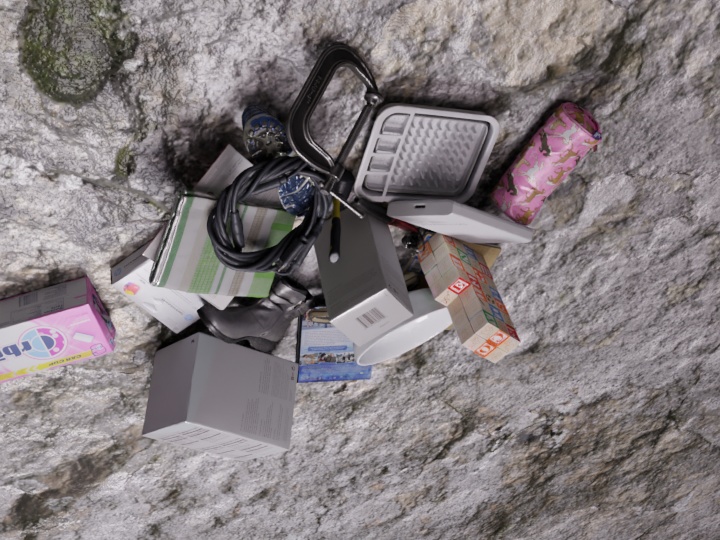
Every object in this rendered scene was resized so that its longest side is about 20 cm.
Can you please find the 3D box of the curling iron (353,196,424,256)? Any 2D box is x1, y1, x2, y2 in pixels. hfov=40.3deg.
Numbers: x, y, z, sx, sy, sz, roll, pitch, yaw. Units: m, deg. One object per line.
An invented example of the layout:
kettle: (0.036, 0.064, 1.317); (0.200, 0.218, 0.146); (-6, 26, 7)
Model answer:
curling iron: (0.049, -0.074, 1.532); (0.025, 0.050, 0.200); (-25, 148, 22)

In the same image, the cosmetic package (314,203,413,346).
cosmetic package: (0.000, 0.000, 1.499); (0.107, 0.201, 0.085); (-30, 133, 18)

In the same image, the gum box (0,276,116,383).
gum box: (-0.489, 0.092, 1.524); (0.199, 0.066, 0.114); (-16, 135, -3)

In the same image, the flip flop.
flip flop: (0.003, 0.038, 1.626); (0.199, 0.058, 0.081); (-23, 170, -9)

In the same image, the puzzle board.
puzzle board: (0.134, 0.019, 1.695); (0.150, 0.017, 0.200); (10, 128, -25)

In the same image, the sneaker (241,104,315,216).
sneaker: (-0.108, -0.161, 1.396); (0.077, 0.085, 0.200); (-30, 136, 0)

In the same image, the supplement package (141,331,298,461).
supplement package: (-0.232, 0.215, 1.634); (0.199, 0.152, 0.150); (22, 151, -34)

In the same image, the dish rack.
dish rack: (0.095, -0.178, 1.472); (0.199, 0.044, 0.172); (3, 131, -20)

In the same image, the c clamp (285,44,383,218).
c clamp: (-0.026, -0.199, 1.344); (0.171, 0.027, 0.201); (31, 75, -35)

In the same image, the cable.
cable: (-0.121, -0.086, 1.368); (0.163, 0.051, 0.200); (20, 114, -31)

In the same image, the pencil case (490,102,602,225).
pencil case: (0.288, -0.163, 1.525); (0.200, 0.087, 0.083); (-51, 165, 29)

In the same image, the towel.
towel: (-0.196, -0.035, 1.408); (0.199, 0.031, 0.150); (8, 112, -42)

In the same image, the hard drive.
hard drive: (0.156, -0.075, 1.521); (0.132, 0.027, 0.199); (2, 170, 45)

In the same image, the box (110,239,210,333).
box: (-0.262, -0.001, 1.527); (0.200, 0.041, 0.156); (-34, 133, 13)

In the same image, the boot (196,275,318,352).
boot: (-0.163, 0.055, 1.569); (0.132, 0.070, 0.200); (-44, 153, 14)

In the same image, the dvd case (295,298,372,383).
dvd case: (-0.043, 0.124, 1.728); (0.142, 0.018, 0.201); (-2, 133, -9)

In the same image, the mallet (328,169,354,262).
mallet: (-0.032, -0.084, 1.417); (0.041, 0.200, 0.066); (17, 116, -12)

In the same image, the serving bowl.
serving bowl: (0.070, 0.084, 1.650); (0.199, 0.066, 0.200); (-26, 163, -9)

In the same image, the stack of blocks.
stack of blocks: (0.171, 0.040, 1.573); (0.115, 0.200, 0.059); (29, 120, -37)

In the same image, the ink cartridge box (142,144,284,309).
ink cartridge box: (-0.204, -0.066, 1.429); (0.200, 0.045, 0.176); (-52, 132, -2)
